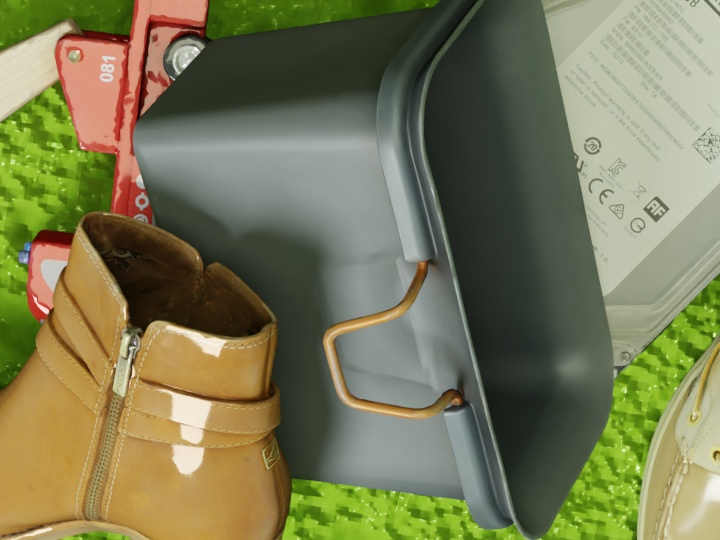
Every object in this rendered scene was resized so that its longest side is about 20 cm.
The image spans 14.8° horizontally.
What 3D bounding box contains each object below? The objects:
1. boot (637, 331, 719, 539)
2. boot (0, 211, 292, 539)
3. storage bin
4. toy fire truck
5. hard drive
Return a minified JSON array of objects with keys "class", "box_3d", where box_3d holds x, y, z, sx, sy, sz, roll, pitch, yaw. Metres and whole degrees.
[{"class":"boot","box_3d":[0.171,0.062,1.080,0.073,0.155,0.200,25,95,-5]},{"class":"boot","box_3d":[-0.110,0.042,1.058,0.200,0.074,0.155,21,132,20]},{"class":"storage bin","box_3d":[0.000,0.000,1.051,0.134,0.146,0.200,-1,120,26]},{"class":"toy fire truck","box_3d":[-0.130,-0.074,1.107,0.141,0.049,0.200,7,97,-3]},{"class":"hard drive","box_3d":[0.121,-0.072,1.123,0.200,0.038,0.140,-45,97,2]}]
